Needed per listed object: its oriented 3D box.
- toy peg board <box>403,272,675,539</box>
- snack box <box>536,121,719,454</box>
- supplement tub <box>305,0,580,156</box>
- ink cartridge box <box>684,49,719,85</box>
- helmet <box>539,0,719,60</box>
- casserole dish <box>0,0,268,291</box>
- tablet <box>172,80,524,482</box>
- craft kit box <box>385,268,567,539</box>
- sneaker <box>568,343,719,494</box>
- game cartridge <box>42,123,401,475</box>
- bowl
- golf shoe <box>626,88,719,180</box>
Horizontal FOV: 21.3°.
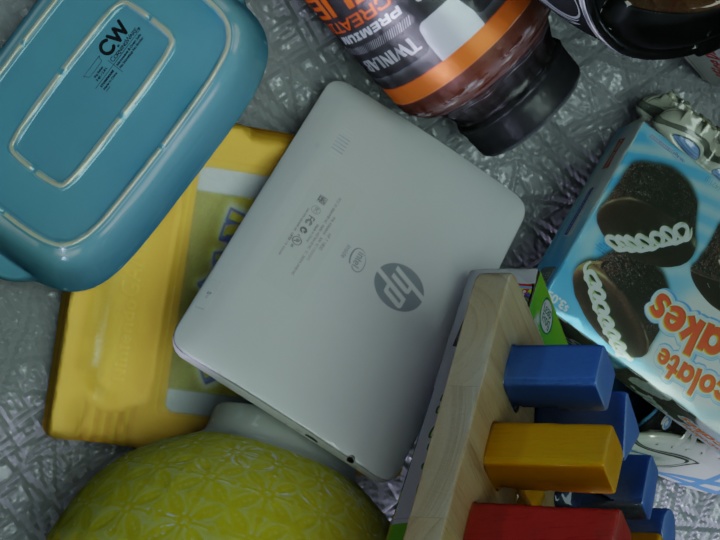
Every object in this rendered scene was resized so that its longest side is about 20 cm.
[{"bbox_3d":[0.104,0.140,0.872,0.201,0.097,0.201,63,36,-45],"label":"toy peg board"},{"bbox_3d":[0.193,0.025,1.038,0.199,0.037,0.117,35,77,-15],"label":"snack box"},{"bbox_3d":[0.028,-0.155,0.999,0.107,0.107,0.200,-46,107,-10],"label":"supplement tub"},{"bbox_3d":[0.272,-0.133,1.017,0.198,0.146,0.085,18,87,25],"label":"ink cartridge box"},{"bbox_3d":[0.127,-0.219,0.911,0.198,0.192,0.201,-18,145,-13],"label":"helmet"},{"bbox_3d":[-0.133,-0.085,0.962,0.121,0.039,0.201,36,82,4],"label":"casserole dish"},{"bbox_3d":[0.000,0.000,0.977,0.129,0.014,0.201,33,54,-4],"label":"tablet"},{"bbox_3d":[0.078,0.138,0.978,0.199,0.048,0.201,-67,147,-36],"label":"craft kit box"},{"bbox_3d":[0.181,0.085,1.092,0.198,0.072,0.073,18,87,-21],"label":"sneaker"},{"bbox_3d":[-0.059,0.013,1.022,0.198,0.032,0.178,8,92,-21],"label":"game cartridge"},{"bbox_3d":[-0.052,0.130,0.957,0.199,0.200,0.109,25,73,-19],"label":"bowl"},{"bbox_3d":[0.218,-0.014,1.107,0.199,0.078,0.098,35,100,-13],"label":"golf shoe"}]
